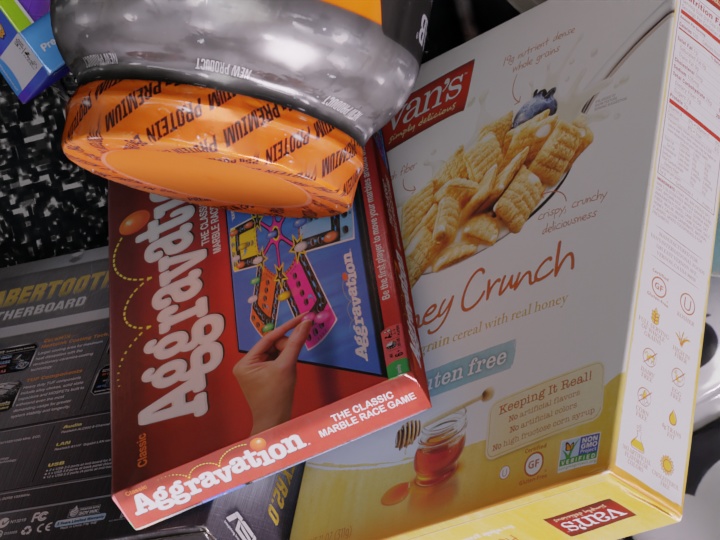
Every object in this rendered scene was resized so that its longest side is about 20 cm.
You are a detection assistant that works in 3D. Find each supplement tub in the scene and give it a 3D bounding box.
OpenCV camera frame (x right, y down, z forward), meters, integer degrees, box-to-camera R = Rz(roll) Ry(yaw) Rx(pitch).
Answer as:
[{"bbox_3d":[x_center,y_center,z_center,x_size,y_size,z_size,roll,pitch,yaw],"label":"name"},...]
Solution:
[{"bbox_3d":[-0.031,-0.125,0.834,0.122,0.123,0.201,10,81,0],"label":"supplement tub"}]

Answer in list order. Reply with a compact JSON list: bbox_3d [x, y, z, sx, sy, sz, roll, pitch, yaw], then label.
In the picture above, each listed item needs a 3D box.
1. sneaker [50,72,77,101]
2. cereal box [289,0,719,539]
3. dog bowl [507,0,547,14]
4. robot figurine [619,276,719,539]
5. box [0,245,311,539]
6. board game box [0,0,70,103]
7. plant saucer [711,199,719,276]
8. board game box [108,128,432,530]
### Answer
[{"bbox_3d":[-0.115,-0.100,0.950,0.199,0.075,0.081,19,95,-1],"label":"sneaker"},{"bbox_3d":[0.051,0.001,0.834,0.039,0.144,0.201,32,52,-31],"label":"cereal box"},{"bbox_3d":[0.113,-0.167,0.880,0.200,0.059,0.201,17,121,31],"label":"dog bowl"},{"bbox_3d":[0.155,0.076,0.935,0.150,0.125,0.200,-34,94,-2],"label":"robot figurine"},{"bbox_3d":[-0.110,0.061,0.895,0.199,0.159,0.048,-11,127,24],"label":"box"},{"bbox_3d":[-0.079,-0.172,0.917,0.200,0.045,0.135,-39,94,-21],"label":"board game box"},{"bbox_3d":[0.165,-0.052,0.886,0.199,0.200,0.028,-9,115,2],"label":"plant saucer"},{"bbox_3d":[-0.036,-0.002,0.863,0.103,0.200,0.019,-24,124,11],"label":"board game box"}]
